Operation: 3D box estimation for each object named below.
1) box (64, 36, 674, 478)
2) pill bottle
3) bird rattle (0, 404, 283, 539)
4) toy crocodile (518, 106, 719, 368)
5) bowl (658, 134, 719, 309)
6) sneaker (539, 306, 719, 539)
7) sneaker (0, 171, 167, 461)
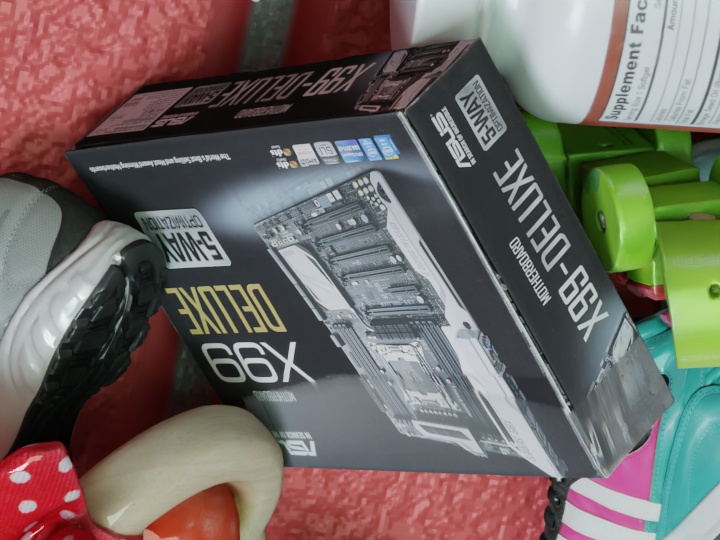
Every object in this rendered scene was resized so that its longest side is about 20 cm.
[{"bbox_3d":[0.000,0.000,1.015,0.050,0.200,0.158,-44,116,-32],"label":"box"},{"bbox_3d":[0.114,-0.106,0.989,0.199,0.112,0.113,3,107,-7],"label":"pill bottle"},{"bbox_3d":[-0.101,0.107,1.050,0.163,0.113,0.200,-38,148,-22],"label":"bird rattle"},{"bbox_3d":[0.102,-0.023,1.022,0.067,0.200,0.062,-7,110,-16],"label":"toy crocodile"},{"bbox_3d":[0.217,0.013,1.078,0.105,0.201,0.201,-31,113,-21],"label":"bowl"},{"bbox_3d":[0.096,0.079,1.121,0.121,0.083,0.200,55,130,16],"label":"sneaker"},{"bbox_3d":[-0.151,0.051,1.070,0.079,0.074,0.200,39,110,19],"label":"sneaker"}]
